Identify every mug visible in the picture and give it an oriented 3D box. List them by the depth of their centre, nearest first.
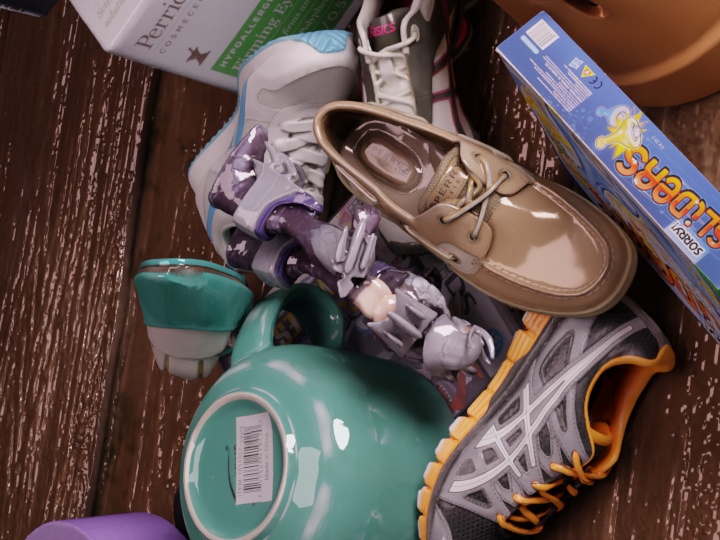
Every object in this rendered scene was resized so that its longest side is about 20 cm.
[{"bbox_3d":[-0.040,0.110,1.231,0.185,0.114,0.152,46,113,40],"label":"mug"}]

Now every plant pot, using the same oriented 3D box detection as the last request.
[{"bbox_3d":[0.134,-0.200,1.154,0.200,0.140,0.201,-11,74,42],"label":"plant pot"}]

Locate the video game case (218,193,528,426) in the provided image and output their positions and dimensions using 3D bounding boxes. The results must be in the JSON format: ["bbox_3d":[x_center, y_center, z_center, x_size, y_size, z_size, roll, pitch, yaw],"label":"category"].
[{"bbox_3d":[0.007,0.053,1.297,0.200,0.025,0.181,-48,52,25],"label":"video game case"}]

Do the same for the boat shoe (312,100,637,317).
[{"bbox_3d":[0.056,-0.034,1.153,0.200,0.064,0.071,27,87,29],"label":"boat shoe"}]

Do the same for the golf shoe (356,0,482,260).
[{"bbox_3d":[0.023,-0.106,1.254,0.077,0.088,0.201,-10,68,25],"label":"golf shoe"}]

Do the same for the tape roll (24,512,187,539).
[{"bbox_3d":[-0.158,0.256,1.346,0.200,0.065,0.201,6,97,55],"label":"tape roll"}]

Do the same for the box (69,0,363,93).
[{"bbox_3d":[-0.091,-0.251,1.356,0.199,0.171,0.200,-53,50,22],"label":"box"}]

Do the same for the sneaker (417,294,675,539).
[{"bbox_3d":[0.100,0.098,1.165,0.077,0.078,0.200,36,104,37],"label":"sneaker"}]

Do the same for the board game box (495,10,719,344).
[{"bbox_3d":[0.156,-0.032,1.099,0.034,0.135,0.200,-38,52,0],"label":"board game box"}]

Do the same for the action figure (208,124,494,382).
[{"bbox_3d":[0.000,0.000,1.186,0.200,0.130,0.069,33,78,33],"label":"action figure"}]

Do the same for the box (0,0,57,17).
[{"bbox_3d":[-0.197,-0.277,1.271,0.200,0.104,0.148,-46,54,26],"label":"box"}]

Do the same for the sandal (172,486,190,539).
[{"bbox_3d":[-0.073,0.206,1.324,0.075,0.045,0.200,-47,53,28],"label":"sandal"}]

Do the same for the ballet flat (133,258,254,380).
[{"bbox_3d":[-0.096,0.032,1.278,0.067,0.200,0.071,5,88,3],"label":"ballet flat"}]

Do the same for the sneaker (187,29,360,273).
[{"bbox_3d":[-0.045,-0.076,1.322,0.200,0.076,0.081,-58,46,52],"label":"sneaker"}]
